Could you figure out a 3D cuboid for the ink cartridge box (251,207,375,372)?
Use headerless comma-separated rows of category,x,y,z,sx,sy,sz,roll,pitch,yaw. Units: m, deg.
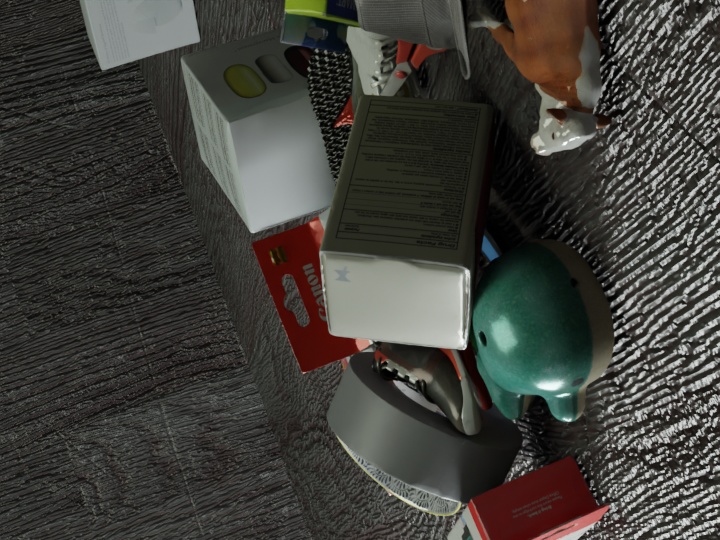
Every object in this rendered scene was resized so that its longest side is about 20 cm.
ink cartridge box,0.000,0.000,1.404,0.047,0.197,0.162,109,139,-72

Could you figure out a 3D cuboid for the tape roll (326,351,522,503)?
tape roll,0.066,0.160,1.338,0.067,0.198,0.200,-65,28,13

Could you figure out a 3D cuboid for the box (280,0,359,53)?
box,-0.012,-0.289,1.093,0.121,0.047,0.204,-8,-73,-62

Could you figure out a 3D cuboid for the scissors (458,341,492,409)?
scissors,0.098,0.061,1.300,0.073,0.014,0.202,-119,7,-52

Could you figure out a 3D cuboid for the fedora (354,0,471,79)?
fedora,0.035,-0.244,1.020,0.178,0.089,0.202,74,-167,-51

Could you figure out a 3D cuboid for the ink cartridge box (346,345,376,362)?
ink cartridge box,0.043,0.075,1.518,0.200,0.114,0.069,116,134,-72

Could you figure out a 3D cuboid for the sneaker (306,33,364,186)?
sneaker,0.005,-0.168,1.401,0.070,0.093,0.203,-24,71,38

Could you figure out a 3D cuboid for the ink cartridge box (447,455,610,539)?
ink cartridge box,0.162,0.248,1.272,0.201,0.115,0.068,102,144,-65

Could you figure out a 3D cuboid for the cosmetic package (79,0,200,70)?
cosmetic package,-0.421,-0.510,2.404,0.201,0.197,0.124,86,159,-47

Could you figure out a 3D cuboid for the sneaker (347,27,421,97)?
sneaker,0.034,-0.216,1.273,0.200,0.073,0.117,-151,39,-81

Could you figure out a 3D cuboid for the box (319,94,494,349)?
box,0.046,-0.046,1.136,0.110,0.126,0.202,86,-167,-48

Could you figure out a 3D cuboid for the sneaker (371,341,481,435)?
sneaker,0.056,0.099,1.298,0.201,0.081,0.078,-121,9,-45

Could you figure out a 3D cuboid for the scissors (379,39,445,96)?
scissors,0.049,-0.192,1.221,0.201,0.072,0.014,101,176,-60

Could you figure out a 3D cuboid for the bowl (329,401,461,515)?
bowl,0.066,0.194,1.571,0.199,0.094,0.202,32,152,19

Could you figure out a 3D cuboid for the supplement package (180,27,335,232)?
supplement package,-0.087,-0.179,1.528,0.200,0.189,0.149,-128,24,-52

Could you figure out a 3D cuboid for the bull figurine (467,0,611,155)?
bull figurine,0.127,-0.183,0.915,0.121,0.065,0.202,39,145,42

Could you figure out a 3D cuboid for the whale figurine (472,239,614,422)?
whale figurine,0.135,0.063,1.111,0.161,0.102,0.201,66,154,21

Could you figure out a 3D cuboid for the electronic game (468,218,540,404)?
electronic game,0.131,0.036,1.268,0.200,0.041,0.203,160,91,-77

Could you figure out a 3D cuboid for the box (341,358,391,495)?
box,0.044,0.176,1.695,0.100,0.094,0.203,-135,28,-63
